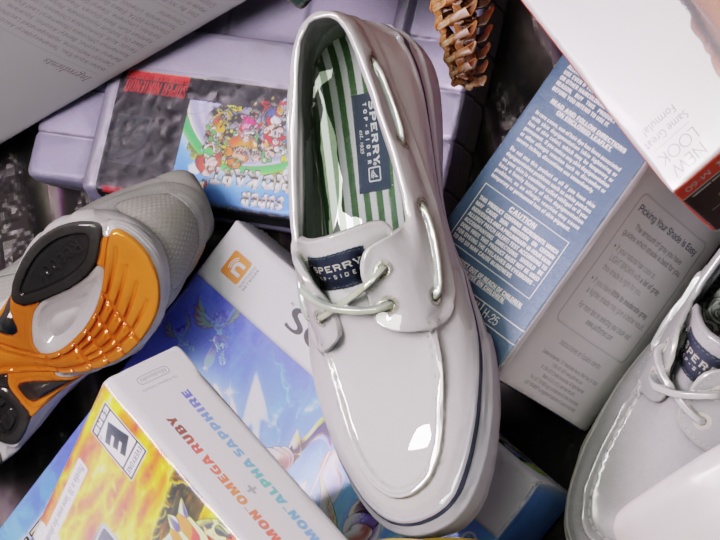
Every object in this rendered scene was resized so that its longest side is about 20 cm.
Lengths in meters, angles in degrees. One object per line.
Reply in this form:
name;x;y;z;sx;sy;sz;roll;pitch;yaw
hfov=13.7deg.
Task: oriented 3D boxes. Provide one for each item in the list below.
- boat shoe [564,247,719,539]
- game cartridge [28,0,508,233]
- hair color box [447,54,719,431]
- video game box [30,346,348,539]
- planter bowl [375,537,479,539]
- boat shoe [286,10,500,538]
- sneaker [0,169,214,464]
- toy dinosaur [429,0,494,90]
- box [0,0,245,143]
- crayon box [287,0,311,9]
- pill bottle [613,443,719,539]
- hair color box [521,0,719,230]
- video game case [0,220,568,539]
boat shoe;0.142;0.034;1.156;0.200;0.068;0.072;-49;64;5
game cartridge;-0.041;-0.083;1.285;0.199;0.038;0.130;9;76;25
hair color box;0.108;-0.043;1.173;0.060;0.100;0.200;37;93;29
video game box;-0.057;0.161;1.125;0.182;0.047;0.200;45;133;19
planter bowl;0.065;0.169;1.126;0.199;0.083;0.201;18;126;27
boat shoe;0.000;0.000;1.117;0.073;0.067;0.201;-19;70;24
sneaker;-0.132;0.022;1.279;0.200;0.092;0.076;-29;98;38
toy dinosaur;0.073;-0.161;1.224;0.135;0.102;0.201;0;78;30
box;-0.160;-0.156;1.286;0.199;0.106;0.153;-28;62;25
crayon box;-0.027;-0.220;1.220;0.051;0.127;0.201;-36;23;52
pill bottle;0.186;0.148;1.073;0.114;0.114;0.201;-32;81;13
hair color box;0.107;-0.129;1.103;0.111;0.064;0.200;-40;67;10
video game case;-0.043;0.112;1.230;0.181;0.045;0.200;40;94;27
